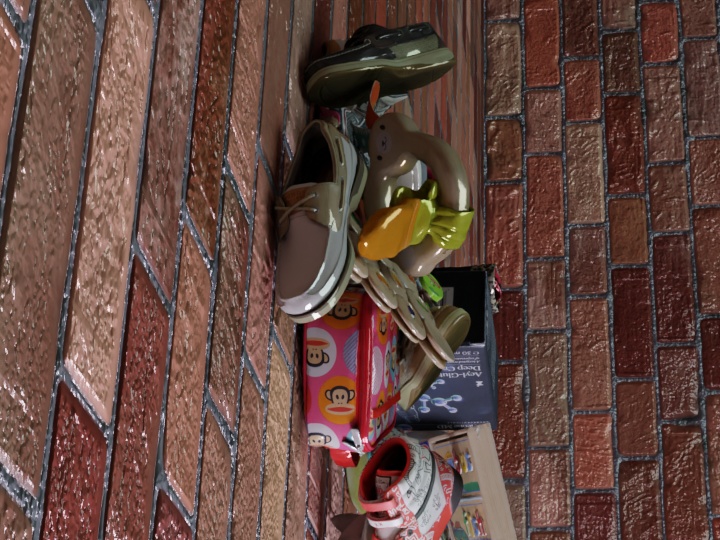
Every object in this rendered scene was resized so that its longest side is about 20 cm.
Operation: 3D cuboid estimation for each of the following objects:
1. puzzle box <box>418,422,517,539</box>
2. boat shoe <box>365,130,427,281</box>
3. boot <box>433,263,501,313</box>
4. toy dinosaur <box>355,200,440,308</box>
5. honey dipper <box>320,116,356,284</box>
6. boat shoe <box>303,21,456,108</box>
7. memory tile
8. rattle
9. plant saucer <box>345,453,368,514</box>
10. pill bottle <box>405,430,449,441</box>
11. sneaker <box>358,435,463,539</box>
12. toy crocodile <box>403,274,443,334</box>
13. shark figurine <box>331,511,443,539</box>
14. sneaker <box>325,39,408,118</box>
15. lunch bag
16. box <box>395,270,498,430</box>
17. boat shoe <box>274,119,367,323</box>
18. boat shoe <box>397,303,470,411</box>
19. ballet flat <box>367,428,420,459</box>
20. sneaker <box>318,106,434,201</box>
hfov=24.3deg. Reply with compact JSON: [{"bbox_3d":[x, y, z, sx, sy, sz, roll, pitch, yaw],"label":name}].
[{"bbox_3d":[0.106,0.226,1.673,0.200,0.025,0.135,138,-60,-74],"label":"puzzle box"},{"bbox_3d":[0.039,-0.059,1.712,0.062,0.072,0.201,-65,163,-49],"label":"boat shoe"},{"bbox_3d":[0.104,0.048,2.121,0.204,0.152,0.074,70,20,-64],"label":"boot"},{"bbox_3d":[0.000,0.000,1.821,0.201,0.105,0.182,51,29,-9],"label":"toy dinosaur"},{"bbox_3d":[-0.020,-0.062,1.681,0.038,0.038,0.202,-77,164,-61],"label":"honey dipper"},{"bbox_3d":[0.012,-0.211,1.666,0.200,0.072,0.066,-15,71,-44],"label":"boat shoe"},{"bbox_3d":[0.016,-0.002,1.570,0.200,0.017,0.154,46,13,-40],"label":"memory tile"},{"bbox_3d":[0.005,-0.092,1.552,0.201,0.142,0.130,64,-32,21],"label":"rattle"},{"bbox_3d":[0.007,0.180,1.843,0.200,0.031,0.202,-3,90,-82],"label":"plant saucer"},{"bbox_3d":[0.085,0.310,2.066,0.115,0.113,0.202,-76,161,-63],"label":"pill bottle"},{"bbox_3d":[0.027,0.257,1.572,0.108,0.067,0.203,41,60,-43],"label":"sneaker"},{"bbox_3d":[0.053,0.009,1.921,0.062,0.067,0.201,32,27,-44],"label":"toy crocodile"},{"bbox_3d":[0.019,0.264,1.676,0.213,0.089,0.130,-1,97,-51],"label":"shark figurine"},{"bbox_3d":[0.017,-0.192,1.812,0.200,0.087,0.077,58,29,-77],"label":"sneaker"},{"bbox_3d":[-0.009,0.103,1.614,0.200,0.081,0.178,-19,110,-80],"label":"lunch bag"},{"bbox_3d":[0.087,0.100,2.011,0.201,0.147,0.108,75,16,-55],"label":"box"},{"bbox_3d":[-0.045,-0.045,1.441,0.069,0.074,0.201,55,30,-37],"label":"boat shoe"},{"bbox_3d":[0.059,0.081,1.729,0.073,0.063,0.201,-44,171,-23],"label":"boat shoe"},{"bbox_3d":[0.053,0.210,1.819,0.200,0.071,0.073,63,26,-71],"label":"ballet flat"},{"bbox_3d":[0.016,-0.124,1.742,0.200,0.074,0.082,32,54,-58],"label":"sneaker"}]
